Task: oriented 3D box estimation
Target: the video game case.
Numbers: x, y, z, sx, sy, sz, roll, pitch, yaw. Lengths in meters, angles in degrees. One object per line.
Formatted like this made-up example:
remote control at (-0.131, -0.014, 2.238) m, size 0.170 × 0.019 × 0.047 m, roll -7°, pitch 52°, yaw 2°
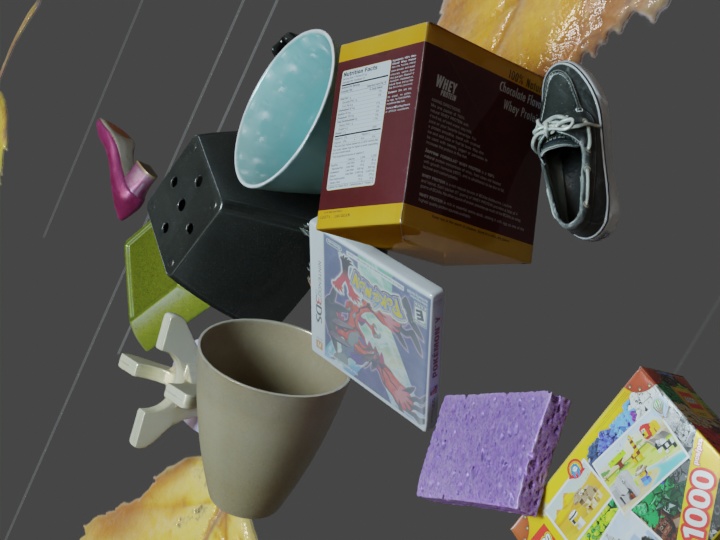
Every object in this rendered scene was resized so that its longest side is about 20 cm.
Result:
video game case at (0.013, 0.058, 1.196) m, size 0.199 × 0.023 × 0.184 m, roll 31°, pitch 134°, yaw 38°

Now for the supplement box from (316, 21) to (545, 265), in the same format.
supplement box at (0.080, -0.123, 1.128) m, size 0.132 × 0.196 × 0.202 m, roll -1°, pitch 78°, yaw 49°

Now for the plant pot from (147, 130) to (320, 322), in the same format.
plant pot at (-0.161, -0.067, 1.406) m, size 0.200 × 0.176 × 0.201 m, roll -48°, pitch 47°, yaw 28°

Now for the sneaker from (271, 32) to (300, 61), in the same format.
sneaker at (-0.072, -0.215, 1.395) m, size 0.076 × 0.111 × 0.202 m, roll -23°, pitch 63°, yaw 43°

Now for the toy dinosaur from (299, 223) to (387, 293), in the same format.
toy dinosaur at (0.000, 0.000, 1.283) m, size 0.198 × 0.102 × 0.137 m, roll 2°, pitch 108°, yaw 36°

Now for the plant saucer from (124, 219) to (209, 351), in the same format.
plant saucer at (-0.302, -0.007, 1.649) m, size 0.199 × 0.048 × 0.202 m, roll -33°, pitch 55°, yaw 39°

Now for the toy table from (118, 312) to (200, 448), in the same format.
toy table at (-0.243, 0.157, 1.481) m, size 0.199 × 0.116 × 0.186 m, roll 2°, pitch 81°, yaw 48°

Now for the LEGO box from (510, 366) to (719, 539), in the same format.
LEGO box at (0.246, 0.210, 0.931) m, size 0.201 × 0.077 × 0.149 m, roll -57°, pitch 44°, yaw 21°

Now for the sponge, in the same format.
sponge at (0.125, 0.177, 1.057) m, size 0.200 × 0.030 × 0.113 m, roll -16°, pitch 52°, yaw 64°

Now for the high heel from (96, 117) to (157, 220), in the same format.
high heel at (-0.413, -0.174, 1.812) m, size 0.096 × 0.067 × 0.200 m, roll -50°, pitch 58°, yaw 12°

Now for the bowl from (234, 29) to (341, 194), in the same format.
bowl at (-0.054, -0.171, 1.282) m, size 0.200 × 0.104 × 0.203 m, roll -34°, pitch 44°, yaw 40°

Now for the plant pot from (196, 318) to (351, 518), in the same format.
plant pot at (-0.123, 0.190, 1.305) m, size 0.187 × 0.186 × 0.202 m, roll 40°, pitch 122°, yaw 47°

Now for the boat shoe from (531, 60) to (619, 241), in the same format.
boat shoe at (0.206, -0.127, 1.083) m, size 0.073 × 0.068 × 0.202 m, roll -21°, pitch 64°, yaw 44°
